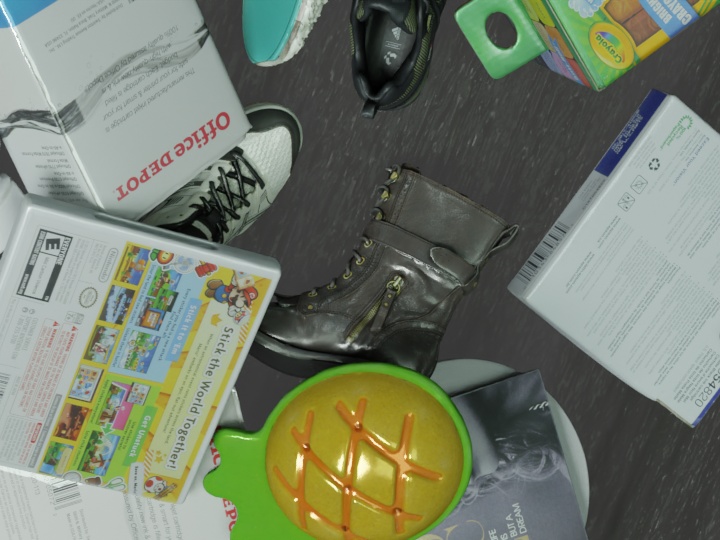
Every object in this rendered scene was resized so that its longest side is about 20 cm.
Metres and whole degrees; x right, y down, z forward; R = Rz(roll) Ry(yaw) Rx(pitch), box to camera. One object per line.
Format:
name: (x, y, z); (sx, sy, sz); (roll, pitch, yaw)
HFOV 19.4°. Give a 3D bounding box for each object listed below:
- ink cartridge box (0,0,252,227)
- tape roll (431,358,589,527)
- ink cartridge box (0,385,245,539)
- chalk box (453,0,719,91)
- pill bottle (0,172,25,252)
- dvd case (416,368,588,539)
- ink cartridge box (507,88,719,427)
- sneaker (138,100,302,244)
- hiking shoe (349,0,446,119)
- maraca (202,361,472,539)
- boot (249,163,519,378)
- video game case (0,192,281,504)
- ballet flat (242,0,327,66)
ink cartridge box: (-0.181, -0.146, 1.422); (0.145, 0.083, 0.201); (-39, 117, -35)
tape roll: (0.072, 0.168, 1.606); (0.198, 0.066, 0.202); (1, 86, -16)
ink cartridge box: (-0.181, 0.160, 1.535); (0.198, 0.083, 0.148); (-16, 109, -14)
chalk box: (0.165, -0.219, 1.529); (0.199, 0.124, 0.125); (-38, 113, -6)
pill bottle: (-0.311, -0.091, 1.402); (0.111, 0.111, 0.200); (-40, 114, -5)
dvd case: (0.064, 0.173, 1.561); (0.199, 0.016, 0.150); (-17, 92, -16)
ink cartridge box: (0.247, -0.008, 1.662); (0.200, 0.041, 0.200); (37, 91, -24)
sneaker: (-0.110, -0.036, 1.504); (0.200, 0.088, 0.076); (-45, 112, -4)
hiking shoe: (0.035, -0.207, 1.490); (0.075, 0.101, 0.202); (8, 103, 3)
maraca: (-0.016, 0.139, 1.479); (0.199, 0.107, 0.138); (-22, 98, 20)
boot: (0.000, 0.000, 1.560); (0.199, 0.069, 0.175); (21, 77, 5)
video game case: (-0.171, 0.057, 1.425); (0.181, 0.023, 0.201); (15, 115, -21)
ballet flat: (-0.036, -0.242, 1.486); (0.071, 0.072, 0.202); (2, 104, -20)
